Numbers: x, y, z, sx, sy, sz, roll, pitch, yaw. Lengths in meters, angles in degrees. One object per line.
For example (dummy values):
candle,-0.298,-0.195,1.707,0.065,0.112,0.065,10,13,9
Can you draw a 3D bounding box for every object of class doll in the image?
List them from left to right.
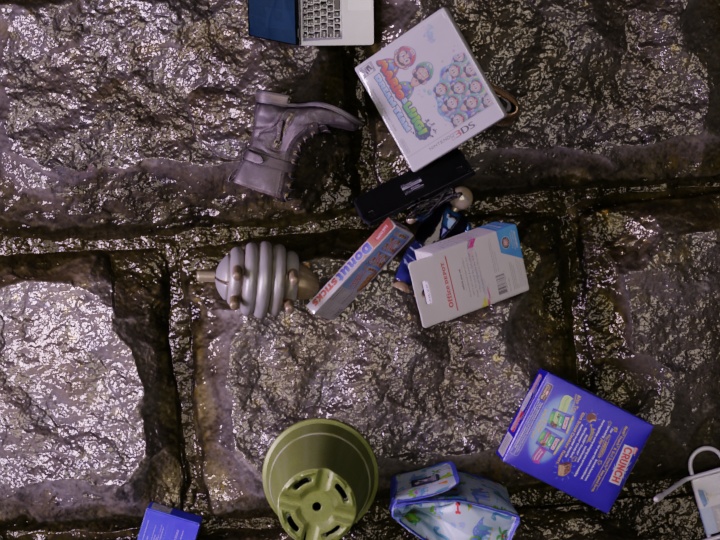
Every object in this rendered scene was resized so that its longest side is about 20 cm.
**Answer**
doll,0.132,-0.047,1.697,0.136,0.048,0.200,26,89,-2

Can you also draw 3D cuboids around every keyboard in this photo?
keyboard,0.094,-0.122,1.685,0.200,0.104,0.040,-26,135,2

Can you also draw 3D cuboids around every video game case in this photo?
video game case,0.112,-0.289,1.654,0.182,0.024,0.200,-30,89,25

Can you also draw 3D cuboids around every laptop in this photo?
laptop,-0.076,-0.461,1.636,0.199,0.116,0.188,-1,94,0

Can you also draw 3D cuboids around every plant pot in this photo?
plant pot,-0.068,0.357,1.650,0.200,0.190,0.201,0,94,0

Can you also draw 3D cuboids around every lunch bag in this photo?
lunch bag,0.144,0.388,1.663,0.200,0.170,0.128,15,94,0

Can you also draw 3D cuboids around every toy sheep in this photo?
toy sheep,-0.164,0.015,1.656,0.200,0.138,0.138,9,93,-10

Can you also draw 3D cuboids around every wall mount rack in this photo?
wall mount rack,0.580,0.405,1.715,0.173,0.075,0.200,-17,93,1

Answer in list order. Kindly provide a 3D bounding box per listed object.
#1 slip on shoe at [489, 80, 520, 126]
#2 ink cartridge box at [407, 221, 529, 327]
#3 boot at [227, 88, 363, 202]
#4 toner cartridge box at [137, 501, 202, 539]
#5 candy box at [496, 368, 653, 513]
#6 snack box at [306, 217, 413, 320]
slip on shoe,0.168,-0.293,1.675,0.200,0.061,0.076,26,93,-2
ink cartridge box,0.163,0.005,1.652,0.200,0.068,0.115,-19,105,-19
boot,-0.106,-0.197,1.685,0.200,0.069,0.175,12,99,3
toner cartridge box,-0.341,0.502,1.729,0.095,0.043,0.200,18,93,-1
candy box,0.355,0.282,1.705,0.200,0.077,0.169,28,92,-1
snack box,0.000,0.000,1.672,0.200,0.072,0.024,-47,62,11
